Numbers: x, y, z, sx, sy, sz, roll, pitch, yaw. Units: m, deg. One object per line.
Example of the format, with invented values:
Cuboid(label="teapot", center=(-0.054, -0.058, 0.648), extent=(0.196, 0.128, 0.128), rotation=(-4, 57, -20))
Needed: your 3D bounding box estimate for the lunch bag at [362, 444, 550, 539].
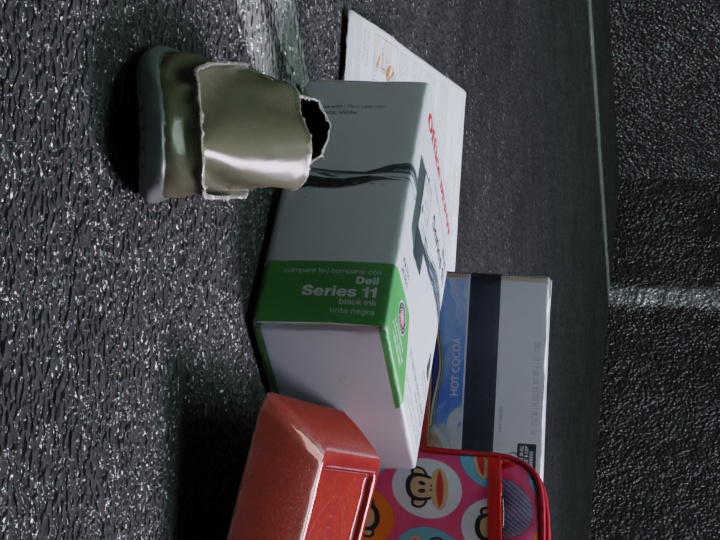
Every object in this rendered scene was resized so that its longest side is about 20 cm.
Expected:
Cuboid(label="lunch bag", center=(0.050, 0.208, 1.292), extent=(0.082, 0.176, 0.200), rotation=(110, -16, -55))

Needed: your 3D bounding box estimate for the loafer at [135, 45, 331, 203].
Cuboid(label="loafer", center=(-0.059, -0.073, 1.024), extent=(0.200, 0.070, 0.075), rotation=(-37, 127, -76))

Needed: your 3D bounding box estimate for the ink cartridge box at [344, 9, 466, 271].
Cuboid(label="ink cartridge box", center=(0.014, -0.080, 1.524), extent=(0.200, 0.050, 0.163), rotation=(24, 66, -59))

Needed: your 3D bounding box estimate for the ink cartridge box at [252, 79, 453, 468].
Cuboid(label="ink cartridge box", center=(0.000, 0.000, 1.295), extent=(0.147, 0.083, 0.200), rotation=(77, 18, -49))

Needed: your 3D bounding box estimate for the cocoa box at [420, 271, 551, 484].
Cuboid(label="cocoa box", center=(0.060, 0.111, 1.454), extent=(0.133, 0.131, 0.200), rotation=(86, 8, -73))

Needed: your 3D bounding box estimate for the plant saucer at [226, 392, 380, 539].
Cuboid(label="plant saucer", center=(-0.037, 0.172, 1.137), extent=(0.200, 0.037, 0.200), rotation=(31, 73, -76))
